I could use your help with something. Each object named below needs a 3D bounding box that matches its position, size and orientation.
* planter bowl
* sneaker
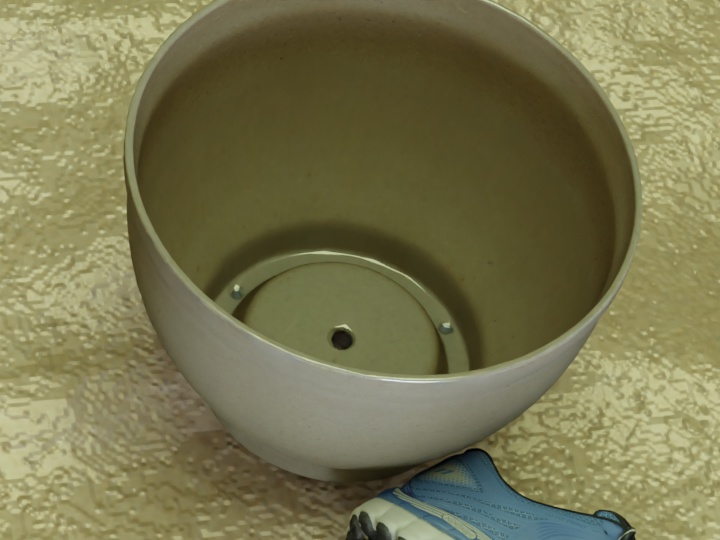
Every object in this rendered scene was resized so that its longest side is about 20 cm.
[{"bbox_3d":[0.000,0.000,1.128,0.199,0.135,0.201,6,51,-7],"label":"planter bowl"},{"bbox_3d":[0.092,0.136,1.086,0.200,0.079,0.089,41,58,17],"label":"sneaker"}]
